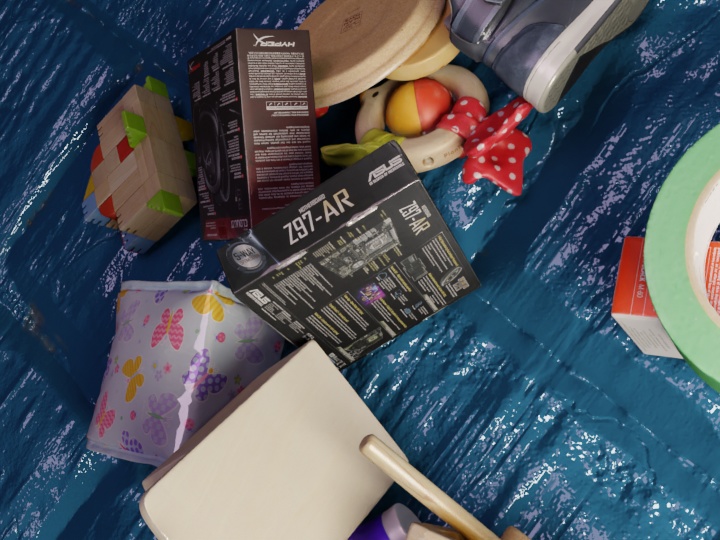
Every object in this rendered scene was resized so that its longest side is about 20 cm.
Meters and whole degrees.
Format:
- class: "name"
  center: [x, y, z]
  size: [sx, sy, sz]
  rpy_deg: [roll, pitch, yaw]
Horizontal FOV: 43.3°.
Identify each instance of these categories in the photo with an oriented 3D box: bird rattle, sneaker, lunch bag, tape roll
- class: "bird rattle"
  center: [0.060, -0.134, 0.823]
  size: [0.198, 0.113, 0.164]
  rpy_deg: [-23, 46, 19]
- class: "sneaker"
  center: [0.160, -0.245, 0.772]
  size: [0.146, 0.077, 0.202]
  rpy_deg: [38, 71, 22]
- class: "lunch bag"
  center: [-0.173, 0.099, 0.856]
  size: [0.199, 0.127, 0.172]
  rpy_deg: [-1, 73, 42]
- class: "tape roll"
  center: [0.275, -0.010, 0.542]
  size: [0.199, 0.048, 0.203]
  rpy_deg: [-12, 64, 27]

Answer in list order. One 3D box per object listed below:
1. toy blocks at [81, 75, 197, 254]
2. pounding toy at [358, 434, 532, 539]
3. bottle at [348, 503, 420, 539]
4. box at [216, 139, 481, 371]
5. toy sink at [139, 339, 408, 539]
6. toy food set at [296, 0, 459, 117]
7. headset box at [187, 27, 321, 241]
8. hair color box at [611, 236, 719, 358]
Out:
- class: "toy blocks"
  center: [-0.257, -0.102, 1.013]
  size: [0.136, 0.099, 0.202]
  rpy_deg: [-38, 56, 28]
- class: "pounding toy"
  center: [0.097, 0.224, 0.615]
  size: [0.198, 0.184, 0.144]
  rpy_deg: [16, 81, 34]
- class: "bottle"
  center: [-0.030, 0.268, 0.737]
  size: [0.200, 0.083, 0.065]
  rpy_deg: [-41, 30, 11]
- class: "box"
  center: [0.000, 0.000, 0.731]
  size: [0.159, 0.200, 0.044]
  rpy_deg: [-32, 59, 6]
- class: "toy sink"
  center: [-0.082, 0.174, 0.703]
  size: [0.131, 0.200, 0.112]
  rpy_deg: [51, 138, -3]
- class: "toy food set"
  center: [0.004, -0.226, 0.884]
  size: [0.199, 0.049, 0.199]
  rpy_deg: [-30, 38, 15]
- class: "headset box"
  center: [-0.101, -0.111, 0.853]
  size: [0.148, 0.076, 0.203]
  rpy_deg: [0, 96, 63]
- class: "hair color box"
  center: [0.285, 0.028, 0.617]
  size: [0.198, 0.111, 0.065]
  rpy_deg: [7, 75, 32]
